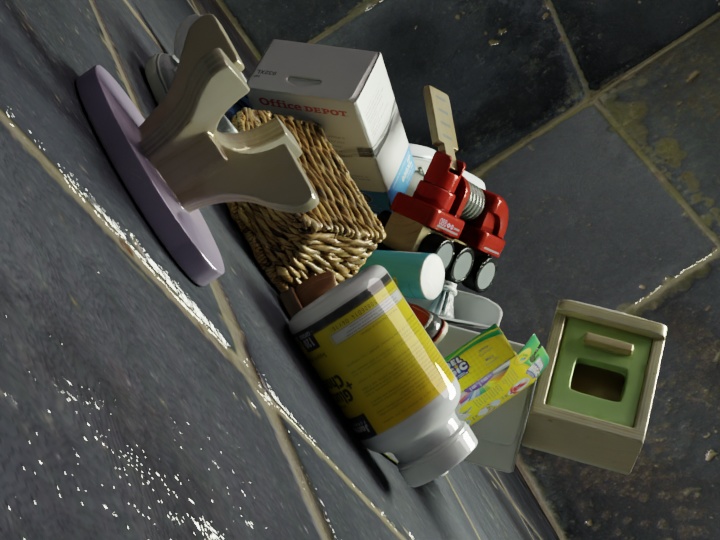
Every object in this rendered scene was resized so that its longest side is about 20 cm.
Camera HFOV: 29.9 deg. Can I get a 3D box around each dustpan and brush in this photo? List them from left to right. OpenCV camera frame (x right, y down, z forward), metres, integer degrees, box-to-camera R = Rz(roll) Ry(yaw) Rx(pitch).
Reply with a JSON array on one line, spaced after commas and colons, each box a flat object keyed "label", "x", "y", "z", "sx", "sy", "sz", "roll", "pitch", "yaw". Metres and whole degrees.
[{"label": "dustpan and brush", "x": 0.101, "y": 0.033, "z": 1.620, "sx": 0.200, "sy": 0.139, "sz": 0.058, "roll": 41, "pitch": 60, "yaw": -85}]

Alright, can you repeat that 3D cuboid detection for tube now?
[{"label": "tube", "x": 0.000, "y": 0.000, "z": 1.534, "sx": 0.199, "sy": 0.050, "sz": 0.078, "roll": 4, "pitch": -46, "yaw": 37}]

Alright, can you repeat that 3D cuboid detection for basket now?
[{"label": "basket", "x": -0.094, "y": -0.056, "z": 1.449, "sx": 0.142, "sy": 0.149, "sz": 0.200, "roll": 6, "pitch": 42, "yaw": -41}]

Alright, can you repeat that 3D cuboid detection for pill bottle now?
[{"label": "pill bottle", "x": 0.026, "y": 0.104, "z": 1.302, "sx": 0.200, "sy": 0.112, "sz": 0.112, "roll": 57, "pitch": 4, "yaw": -3}]

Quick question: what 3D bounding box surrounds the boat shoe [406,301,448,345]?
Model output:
[{"label": "boat shoe", "x": 0.017, "y": 0.053, "z": 1.485, "sx": 0.200, "sy": 0.071, "sz": 0.063, "roll": 7, "pitch": -43, "yaw": 55}]

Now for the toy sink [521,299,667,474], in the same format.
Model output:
[{"label": "toy sink", "x": 0.274, "y": 0.110, "z": 1.550, "sx": 0.130, "sy": 0.201, "sz": 0.112, "roll": 15, "pitch": -28, "yaw": 9}]

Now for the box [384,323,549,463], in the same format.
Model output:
[{"label": "box", "x": 0.104, "y": 0.128, "z": 1.424, "sx": 0.048, "sy": 0.200, "sz": 0.117, "roll": 59, "pitch": 4, "yaw": 25}]

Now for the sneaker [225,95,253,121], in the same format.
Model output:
[{"label": "sneaker", "x": -0.140, "y": -0.183, "z": 1.607, "sx": 0.074, "sy": 0.082, "sz": 0.200, "roll": 35, "pitch": -1, "yaw": 14}]

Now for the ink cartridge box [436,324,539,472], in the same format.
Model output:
[{"label": "ink cartridge box", "x": 0.130, "y": 0.147, "z": 1.602, "sx": 0.146, "sy": 0.147, "sz": 0.200, "roll": 15, "pitch": -2, "yaw": 8}]

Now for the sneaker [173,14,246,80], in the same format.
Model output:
[{"label": "sneaker", "x": -0.177, "y": -0.234, "z": 1.769, "sx": 0.201, "sy": 0.075, "sz": 0.115, "roll": 63, "pitch": 4, "yaw": 8}]

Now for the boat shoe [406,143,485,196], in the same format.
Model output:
[{"label": "boat shoe", "x": 0.090, "y": -0.094, "z": 1.729, "sx": 0.202, "sy": 0.074, "sz": 0.087, "roll": 25, "pitch": 55, "yaw": -46}]

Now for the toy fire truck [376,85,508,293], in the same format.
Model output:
[{"label": "toy fire truck", "x": 0.106, "y": -0.097, "z": 1.597, "sx": 0.128, "sy": 0.201, "sz": 0.176, "roll": 26, "pitch": 4, "yaw": 33}]

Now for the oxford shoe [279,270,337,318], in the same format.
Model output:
[{"label": "oxford shoe", "x": -0.005, "y": 0.080, "z": 1.414, "sx": 0.200, "sy": 0.071, "sz": 0.071, "roll": 57, "pitch": 2, "yaw": -38}]

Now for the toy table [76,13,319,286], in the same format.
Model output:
[{"label": "toy table", "x": -0.124, "y": -0.100, "z": 1.041, "sx": 0.201, "sy": 0.117, "sz": 0.184, "roll": 59, "pitch": 4, "yaw": 10}]

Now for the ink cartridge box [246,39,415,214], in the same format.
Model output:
[{"label": "ink cartridge box", "x": -0.032, "y": -0.166, "z": 1.581, "sx": 0.144, "sy": 0.084, "sz": 0.200, "roll": 11, "pitch": -33, "yaw": 24}]

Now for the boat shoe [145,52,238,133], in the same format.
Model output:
[{"label": "boat shoe", "x": -0.168, "y": -0.176, "z": 1.397, "sx": 0.070, "sy": 0.071, "sz": 0.201, "roll": 54, "pitch": 5, "yaw": -40}]
